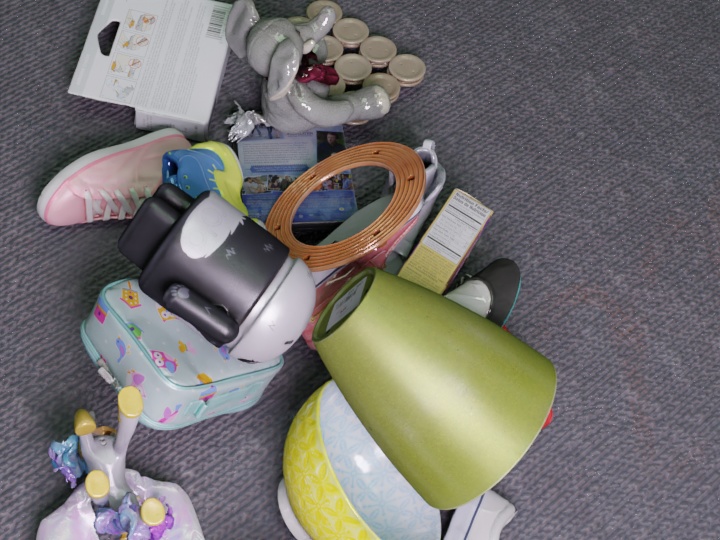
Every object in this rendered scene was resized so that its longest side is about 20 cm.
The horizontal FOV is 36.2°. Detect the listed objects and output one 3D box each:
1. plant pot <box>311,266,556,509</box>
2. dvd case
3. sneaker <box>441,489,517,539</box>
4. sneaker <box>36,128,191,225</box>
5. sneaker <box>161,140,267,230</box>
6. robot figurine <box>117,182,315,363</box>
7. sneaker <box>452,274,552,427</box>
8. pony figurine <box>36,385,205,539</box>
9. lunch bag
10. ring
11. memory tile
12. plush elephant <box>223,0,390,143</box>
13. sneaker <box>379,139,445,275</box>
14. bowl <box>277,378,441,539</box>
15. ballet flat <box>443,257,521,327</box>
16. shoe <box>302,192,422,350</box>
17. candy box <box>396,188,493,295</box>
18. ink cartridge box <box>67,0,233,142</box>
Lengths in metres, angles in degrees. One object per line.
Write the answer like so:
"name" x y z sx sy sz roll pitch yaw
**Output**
"plant pot" 0.054 0.096 1.072 0.200 0.187 0.188 41 58 -14
"dvd case" -0.083 -0.125 1.336 0.141 0.018 0.201 -2 50 -9
"sneaker" 0.106 0.305 1.109 0.070 0.073 0.201 23 58 7
"sneaker" -0.263 -0.087 1.269 0.199 0.076 0.105 -29 63 -28
"sneaker" -0.169 -0.053 1.210 0.104 0.076 0.201 -1 56 -37
"robot figurine" -0.139 0.004 1.090 0.199 0.125 0.151 37 64 -6
"sneaker" 0.158 0.098 1.254 0.084 0.077 0.202 0 59 -34
"pony figurine" -0.233 0.216 1.052 0.165 0.200 0.195 -10 77 -21
"lunch bag" -0.182 0.083 1.136 0.161 0.077 0.199 52 30 19
"ring" -0.017 -0.069 1.217 0.199 0.019 0.201 -19 38 16
"memory tile" -0.029 -0.274 1.442 0.199 0.017 0.153 38 59 21
"plush elephant" -0.080 -0.250 1.314 0.199 0.155 0.165 -27 61 -20
"sneaker" 0.040 -0.062 1.286 0.075 0.115 0.201 25 59 5
"bowl" -0.019 0.219 1.103 0.107 0.200 0.202 -32 62 21
"ballet flat" 0.103 0.070 1.191 0.068 0.068 0.201 36 97 40
"shoe" 0.000 0.000 1.228 0.199 0.071 0.091 -37 115 -9
"candy box" 0.070 0.017 1.246 0.056 0.117 0.201 32 59 7
"ink cartridge box" -0.258 -0.268 1.396 0.172 0.044 0.202 11 59 -3
